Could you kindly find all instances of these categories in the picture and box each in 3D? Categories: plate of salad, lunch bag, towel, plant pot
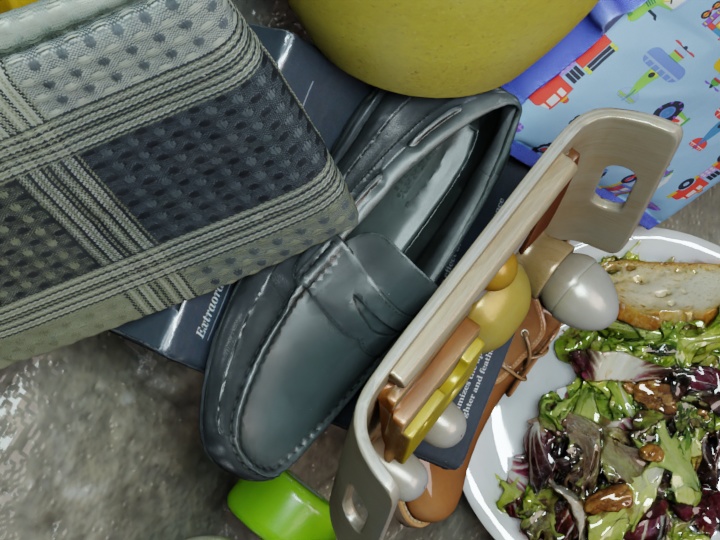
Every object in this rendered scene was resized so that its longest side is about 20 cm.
[{"bbox_3d":[0.144,0.074,1.101,0.048,0.200,0.200,55,58,-81],"label":"plate of salad"},{"bbox_3d":[0.143,-0.104,0.990,0.150,0.094,0.200,-38,163,18],"label":"lunch bag"},{"bbox_3d":[-0.117,-0.033,0.793,0.200,0.035,0.193,-21,151,8],"label":"towel"},{"bbox_3d":[0.033,-0.156,0.855,0.200,0.200,0.142,-27,142,-32],"label":"plant pot"}]

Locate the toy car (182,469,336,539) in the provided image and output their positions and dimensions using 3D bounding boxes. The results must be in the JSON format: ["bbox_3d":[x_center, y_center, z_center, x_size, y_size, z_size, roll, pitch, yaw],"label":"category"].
[{"bbox_3d":[-0.017,0.215,1.028,0.164,0.158,0.200,-52,142,-2],"label":"toy car"}]

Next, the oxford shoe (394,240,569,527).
[{"bbox_3d":[0.063,0.040,1.074,0.071,0.071,0.200,16,90,-59],"label":"oxford shoe"}]

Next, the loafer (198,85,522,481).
[{"bbox_3d":[0.000,0.000,0.879,0.068,0.070,0.201,40,75,-39],"label":"loafer"}]

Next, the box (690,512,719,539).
[{"bbox_3d":[0.203,0.188,1.152,0.200,0.198,0.123,-57,145,-12],"label":"box"}]

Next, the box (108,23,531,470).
[{"bbox_3d":[-0.023,-0.013,0.975,0.200,0.107,0.149,26,85,-42],"label":"box"}]

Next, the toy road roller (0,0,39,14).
[{"bbox_3d":[-0.146,-0.165,0.814,0.146,0.123,0.200,-45,129,-37],"label":"toy road roller"}]

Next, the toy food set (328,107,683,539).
[{"bbox_3d":[0.061,0.033,0.894,0.200,0.060,0.144,-51,171,-18],"label":"toy food set"}]
